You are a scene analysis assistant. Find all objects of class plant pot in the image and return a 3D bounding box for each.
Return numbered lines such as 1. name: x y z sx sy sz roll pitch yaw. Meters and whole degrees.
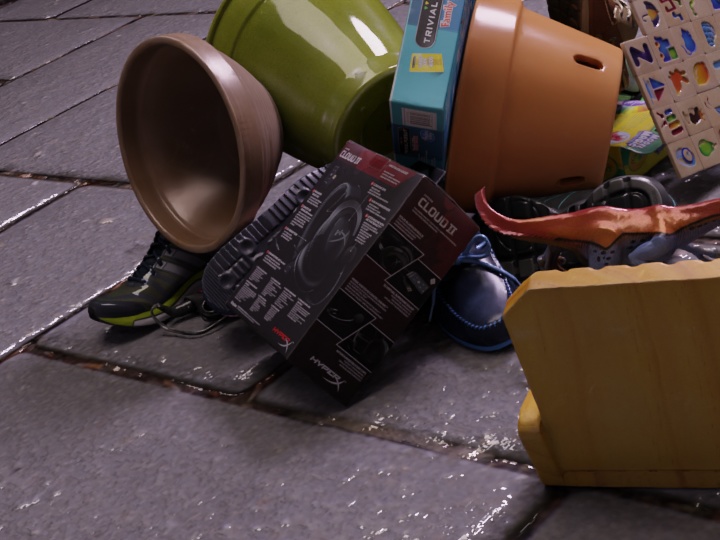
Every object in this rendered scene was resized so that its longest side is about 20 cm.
1. plant pot: -0.137 -0.125 1.285 0.092 0.204 0.199 -21 21 -40
2. plant pot: -0.022 -0.180 1.332 0.199 0.202 0.193 -26 45 -21
3. plant pot: 0.160 -0.142 1.257 0.138 0.203 0.201 10 28 6

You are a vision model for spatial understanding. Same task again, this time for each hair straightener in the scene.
1. hair straightener: -0.103 0.013 1.301 0.197 0.041 0.077 -19 24 -6

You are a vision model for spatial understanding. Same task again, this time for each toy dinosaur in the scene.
1. toy dinosaur: 0.211 -0.018 1.046 0.181 0.199 0.106 -38 24 38

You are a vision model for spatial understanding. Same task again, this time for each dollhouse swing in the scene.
1. dollhouse swing: 0.205 0.039 0.880 0.197 0.178 0.182 -4 26 27

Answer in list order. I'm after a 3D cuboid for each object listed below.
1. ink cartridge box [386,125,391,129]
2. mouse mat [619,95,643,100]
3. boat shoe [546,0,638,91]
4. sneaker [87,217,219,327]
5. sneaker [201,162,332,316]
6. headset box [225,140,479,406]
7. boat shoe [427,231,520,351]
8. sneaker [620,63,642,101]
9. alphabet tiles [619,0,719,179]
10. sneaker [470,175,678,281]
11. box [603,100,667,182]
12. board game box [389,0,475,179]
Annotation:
1. ink cartridge box: 0.085 -0.183 1.464 0.200 0.084 0.145 -42 24 4
2. mouse mat: 0.361 -0.203 1.492 0.198 0.008 0.161 -25 20 -19
3. boat shoe: 0.227 -0.236 1.331 0.073 0.201 0.076 -22 56 -5
4. sneaker: -0.189 -0.010 1.357 0.199 0.082 0.073 -34 29 -34
5. sneaker: -0.063 -0.030 1.254 0.199 0.071 0.082 -34 -6 -12
6. headset box: -0.005 -0.011 1.136 0.201 0.077 0.149 -52 30 -4
7. boat shoe: 0.074 -0.004 1.164 0.083 0.069 0.200 -29 35 -9
8. sneaker: 0.266 -0.209 1.498 0.116 0.075 0.200 13 2 9
9. alphabet tiles: 0.311 -0.199 1.290 0.166 0.202 0.008 -20 -5 -35
10. sneaker: 0.186 -0.033 1.205 0.198 0.077 0.079 -9 -5 32
11. box: 0.237 -0.132 1.392 0.198 0.049 0.117 6 32 46
12. board game box: 0.067 -0.200 1.172 0.046 0.203 0.151 10 -17 6
